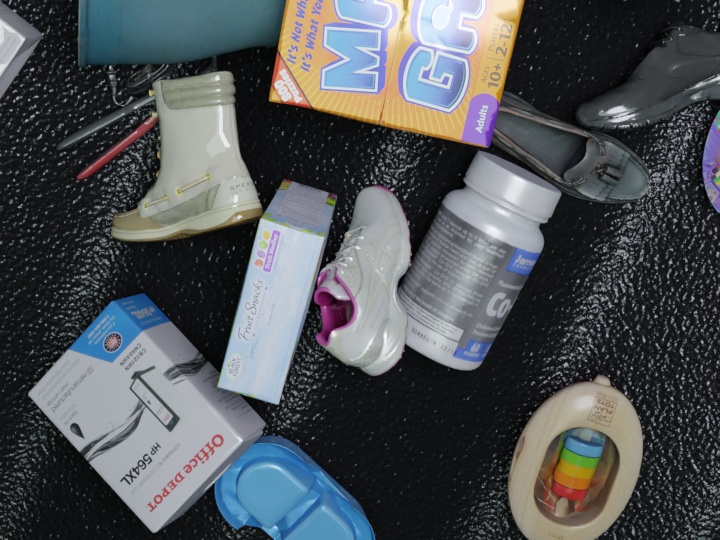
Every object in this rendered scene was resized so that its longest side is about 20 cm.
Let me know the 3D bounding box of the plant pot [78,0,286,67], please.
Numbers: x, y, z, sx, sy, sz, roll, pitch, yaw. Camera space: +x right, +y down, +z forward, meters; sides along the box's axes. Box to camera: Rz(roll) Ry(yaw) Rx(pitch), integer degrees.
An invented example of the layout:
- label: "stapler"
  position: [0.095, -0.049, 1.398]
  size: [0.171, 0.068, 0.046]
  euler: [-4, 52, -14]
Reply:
- label: "plant pot"
  position: [-0.163, -0.284, 1.053]
  size: [0.186, 0.200, 0.202]
  euler: [2, 105, -14]

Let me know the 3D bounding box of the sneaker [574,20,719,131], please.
- label: "sneaker"
  position: [0.303, -0.196, 1.126]
  size: [0.199, 0.076, 0.091]
  euler: [-20, 97, -3]

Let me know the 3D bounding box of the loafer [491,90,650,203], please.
- label: "loafer"
  position: [0.204, -0.117, 1.145]
  size: [0.199, 0.063, 0.072]
  euler: [25, 104, -5]

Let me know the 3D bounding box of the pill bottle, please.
- label: "pill bottle"
  position: [0.116, -0.011, 1.149]
  size: [0.113, 0.114, 0.201]
  euler: [25, 104, -5]

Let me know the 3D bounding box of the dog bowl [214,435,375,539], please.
- label: "dog bowl"
  position: [-0.070, 0.264, 1.258]
  size: [0.200, 0.050, 0.111]
  euler: [44, 101, -9]

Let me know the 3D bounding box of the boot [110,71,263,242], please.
- label: "boot"
  position: [-0.186, -0.110, 1.130]
  size: [0.199, 0.072, 0.156]
  euler: [-8, 95, 40]

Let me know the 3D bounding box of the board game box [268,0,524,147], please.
- label: "board game box"
  position: [0.036, -0.244, 1.044]
  size: [0.198, 0.200, 0.202]
  euler: [11, 104, -3]

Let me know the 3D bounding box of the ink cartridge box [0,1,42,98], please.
- label: "ink cartridge box"
  position: [-0.434, -0.248, 1.121]
  size: [0.200, 0.068, 0.117]
  euler: [37, 102, -8]

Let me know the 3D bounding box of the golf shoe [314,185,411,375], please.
- label: "golf shoe"
  position: [0.000, 0.000, 1.127]
  size: [0.091, 0.202, 0.075]
  euler: [18, 150, -34]

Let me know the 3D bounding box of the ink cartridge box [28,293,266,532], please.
- label: "ink cartridge box"
  position: [-0.222, 0.147, 1.190]
  size: [0.200, 0.084, 0.146]
  euler: [45, 101, 6]

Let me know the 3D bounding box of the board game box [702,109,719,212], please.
- label: "board game box"
  position: [0.439, -0.120, 1.118]
  size: [0.198, 0.039, 0.159]
  euler: [0, 119, -15]

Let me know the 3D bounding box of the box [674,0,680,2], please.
- label: "box"
  position: [0.243, -0.335, 1.017]
  size: [0.148, 0.200, 0.125]
  euler: [33, 103, -8]

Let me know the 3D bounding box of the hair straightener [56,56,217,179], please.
- label: "hair straightener"
  position: [-0.229, -0.178, 1.150]
  size: [0.199, 0.041, 0.077]
  euler: [-34, 102, 9]

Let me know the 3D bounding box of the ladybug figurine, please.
- label: "ladybug figurine"
  position: [0.230, 0.203, 1.224]
  size: [0.135, 0.072, 0.201]
  euler: [19, 105, -3]

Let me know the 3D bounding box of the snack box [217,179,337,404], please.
- label: "snack box"
  position: [-0.078, 0.013, 1.115]
  size: [0.067, 0.200, 0.170]
  euler: [15, 104, -3]
